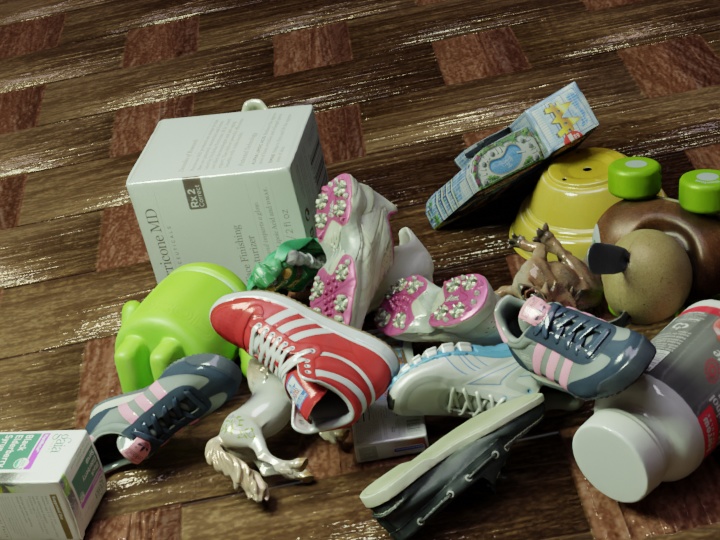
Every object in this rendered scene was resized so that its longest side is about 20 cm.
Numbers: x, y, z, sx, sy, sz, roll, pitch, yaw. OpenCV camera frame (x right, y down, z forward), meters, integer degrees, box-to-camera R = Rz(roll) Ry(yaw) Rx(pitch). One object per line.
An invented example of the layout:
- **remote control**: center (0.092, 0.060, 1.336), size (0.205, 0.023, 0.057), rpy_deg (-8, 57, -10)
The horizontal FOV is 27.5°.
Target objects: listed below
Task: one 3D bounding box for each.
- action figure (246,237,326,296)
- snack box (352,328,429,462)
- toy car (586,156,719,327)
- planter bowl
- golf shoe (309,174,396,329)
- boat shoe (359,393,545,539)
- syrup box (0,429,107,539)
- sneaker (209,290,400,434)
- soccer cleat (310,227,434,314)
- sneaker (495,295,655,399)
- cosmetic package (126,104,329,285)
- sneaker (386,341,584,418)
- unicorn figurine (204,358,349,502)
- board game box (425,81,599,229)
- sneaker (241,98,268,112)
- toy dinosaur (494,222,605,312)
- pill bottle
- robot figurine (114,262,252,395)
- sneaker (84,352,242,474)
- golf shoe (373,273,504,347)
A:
- **action figure**: center (-0.072, 0.004, 1.605), size (0.055, 0.118, 0.200), rpy_deg (47, 16, 13)
- **snack box**: center (0.025, 0.121, 1.504), size (0.072, 0.024, 0.200), rpy_deg (-10, 31, 3)
- **toy car**: center (0.269, 0.000, 1.449), size (0.158, 0.165, 0.200), rpy_deg (14, 29, 37)
- **planter bowl**: center (0.266, -0.086, 1.705), size (0.200, 0.084, 0.201), rpy_deg (-10, 31, 6)
- **golf shoe**: center (0.000, 0.000, 1.547), size (0.075, 0.091, 0.200), rpy_deg (-17, 62, 49)
- **boat shoe**: center (0.097, 0.182, 1.342), size (0.199, 0.066, 0.074), rpy_deg (-30, 3, -26)
- **syrup box**: center (-0.358, 0.211, 1.438), size (0.200, 0.082, 0.079), rpy_deg (-4, 33, 16)
- **sneaker**: center (-0.073, 0.088, 1.417), size (0.200, 0.071, 0.113), rpy_deg (18, 36, 16)
- **soccer cleat**: center (-0.006, 0.019, 1.620), size (0.200, 0.078, 0.069), rpy_deg (-27, 1, -30)
- **sneaker**: center (0.182, 0.063, 1.313), size (0.070, 0.082, 0.200), rpy_deg (-48, 17, -17)
- **cosmetic package**: center (-0.149, -0.084, 1.769), size (0.200, 0.165, 0.165), rpy_deg (-6, 32, 13)
- **sneaker**: center (0.126, 0.117, 1.420), size (0.200, 0.075, 0.087), rpy_deg (-10, 45, -13)
- **unicorn figurine**: center (-0.081, 0.141, 1.455), size (0.137, 0.074, 0.200), rpy_deg (23, 30, 24)
- **board game box**: center (0.185, -0.141, 1.738), size (0.200, 0.062, 0.200), rpy_deg (-27, -7, -24)
- **sneaker**: center (-0.143, -0.159, 1.962), size (0.067, 0.090, 0.200), rpy_deg (-8, 31, 5)
- **toy dinosaur**: center (0.214, 0.022, 1.556), size (0.200, 0.086, 0.135), rpy_deg (-15, 37, -38)
- **pill bottle**: center (0.282, 0.120, 1.331), size (0.111, 0.111, 0.200), rpy_deg (19, 43, 41)
- **robot figurine**: center (-0.185, 0.067, 1.576), size (0.175, 0.116, 0.200), rpy_deg (0, 30, 23)
- **sneaker**: center (-0.198, 0.151, 1.455), size (0.200, 0.070, 0.082), rpy_deg (-30, 30, 31)
- **golf shoe**: center (0.088, 0.053, 1.513), size (0.200, 0.091, 0.075), rpy_deg (1, 59, 60)
